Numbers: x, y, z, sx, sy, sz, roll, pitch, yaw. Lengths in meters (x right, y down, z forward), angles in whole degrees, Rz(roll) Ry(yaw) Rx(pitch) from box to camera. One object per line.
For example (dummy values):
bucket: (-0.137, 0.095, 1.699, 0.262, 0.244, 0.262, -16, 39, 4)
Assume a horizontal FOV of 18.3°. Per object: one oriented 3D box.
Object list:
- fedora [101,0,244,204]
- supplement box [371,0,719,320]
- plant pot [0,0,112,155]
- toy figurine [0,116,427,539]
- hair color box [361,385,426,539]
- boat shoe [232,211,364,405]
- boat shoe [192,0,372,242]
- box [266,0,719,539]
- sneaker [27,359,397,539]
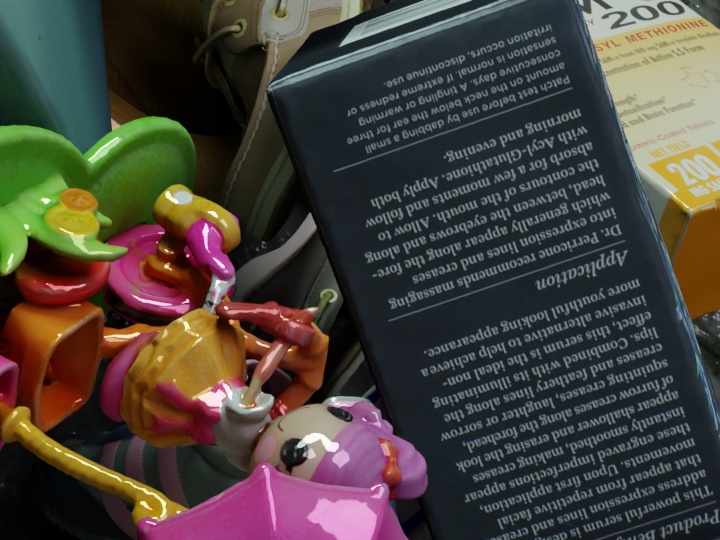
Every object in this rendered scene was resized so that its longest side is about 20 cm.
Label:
fedora: (-0.107, -0.099, 0.977, 0.200, 0.082, 0.201, 21, 48, -26)
supplement box: (0.107, -0.069, 0.987, 0.126, 0.074, 0.200, -19, 48, -38)
plant pot: (-0.162, -0.082, 0.752, 0.141, 0.200, 0.142, -7, 67, -4)
toy figurine: (-0.054, 0.055, 0.691, 0.184, 0.150, 0.200, 34, 43, 21)
hair color box: (0.071, 0.035, 1.003, 0.065, 0.109, 0.200, 48, 42, 1)
boat shoe: (0.000, 0.000, 0.987, 0.059, 0.072, 0.200, 20, 40, 23)
boat shoe: (-0.035, -0.097, 0.928, 0.066, 0.074, 0.200, 20, 48, -6)
box: (0.055, -0.001, 0.802, 0.148, 0.107, 0.200, -73, 144, -76)
sneaker: (-0.052, 0.069, 0.813, 0.070, 0.200, 0.082, 5, 94, -41)
